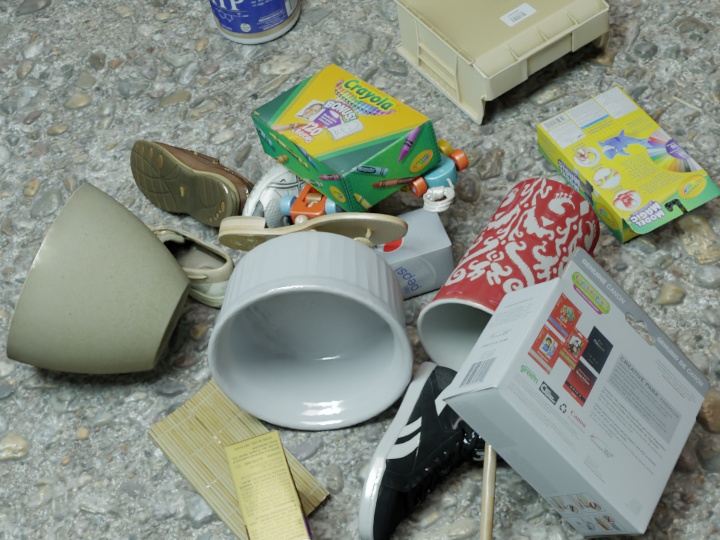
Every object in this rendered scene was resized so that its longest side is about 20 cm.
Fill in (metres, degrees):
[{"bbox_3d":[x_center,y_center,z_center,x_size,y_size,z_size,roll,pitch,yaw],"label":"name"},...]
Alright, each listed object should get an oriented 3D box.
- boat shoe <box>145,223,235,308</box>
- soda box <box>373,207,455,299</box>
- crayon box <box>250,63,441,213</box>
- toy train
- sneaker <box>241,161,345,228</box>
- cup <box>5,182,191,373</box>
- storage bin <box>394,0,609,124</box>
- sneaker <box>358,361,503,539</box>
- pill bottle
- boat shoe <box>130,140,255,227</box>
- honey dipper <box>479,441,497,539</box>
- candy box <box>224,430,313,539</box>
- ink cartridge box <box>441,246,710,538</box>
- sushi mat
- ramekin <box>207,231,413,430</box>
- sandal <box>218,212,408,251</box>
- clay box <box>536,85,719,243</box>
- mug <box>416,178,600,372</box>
[{"bbox_3d":[-0.218,-0.022,1.432,0.199,0.065,0.072,23,58,26],"label":"boat shoe"},{"bbox_3d":[0.000,0.000,1.373,0.198,0.064,0.069,-18,48,-4],"label":"soda box"},{"bbox_3d":[-0.018,-0.146,1.384,0.118,0.059,0.200,-33,40,-18],"label":"crayon box"},{"bbox_3d":[0.022,-0.082,1.383,0.198,0.056,0.151,0,42,23],"label":"toy train"},{"bbox_3d":[-0.051,-0.091,1.452,0.087,0.076,0.200,35,68,24],"label":"sneaker"},{"bbox_3d":[-0.263,0.029,1.339,0.142,0.201,0.201,24,55,-3],"label":"cup"},{"bbox_3d":[0.174,-0.302,1.570,0.199,0.094,0.199,-31,53,-15],"label":"storage bin"},{"bbox_3d":[0.079,0.178,1.205,0.111,0.073,0.201,13,54,19],"label":"sneaker"},{"bbox_3d":[-0.152,-0.406,1.647,0.118,0.201,0.120,-6,49,7],"label":"pill bottle"},{"bbox_3d":[-0.196,-0.104,1.503,0.199,0.073,0.067,26,26,37],"label":"boat shoe"},{"bbox_3d":[0.115,0.201,1.162,0.038,0.038,0.202,3,77,14],"label":"honey dipper"},{"bbox_3d":[-0.064,0.259,1.127,0.056,0.117,0.201,-16,55,-5],"label":"candy box"},{"bbox_3d":[0.202,0.111,1.156,0.084,0.200,0.176,-23,27,56],"label":"ink cartridge box"},{"bbox_3d":[-0.124,0.193,1.270,0.095,0.012,0.200,-35,54,-20],"label":"sushi mat"},{"bbox_3d":[-0.047,0.056,1.254,0.198,0.202,0.098,-5,42,6],"label":"ramekin"},{"bbox_3d":[-0.053,-0.014,1.318,0.210,0.078,0.070,1,69,20],"label":"sandal"},{"bbox_3d":[0.297,-0.113,1.419,0.114,0.048,0.201,-26,52,-11],"label":"clay box"},{"bbox_3d":[0.173,0.025,1.301,0.133,0.178,0.201,-27,24,51],"label":"mug"}]
